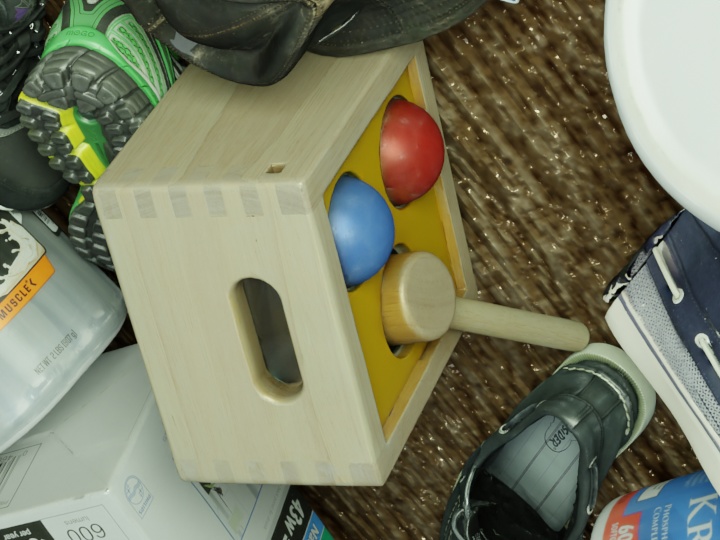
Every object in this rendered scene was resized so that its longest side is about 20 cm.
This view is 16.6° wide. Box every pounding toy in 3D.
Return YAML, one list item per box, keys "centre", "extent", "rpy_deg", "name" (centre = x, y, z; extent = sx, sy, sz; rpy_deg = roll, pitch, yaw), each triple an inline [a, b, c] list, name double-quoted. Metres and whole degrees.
- centre: [0.000, 0.000, 1.133]
  extent: [0.142, 0.184, 0.200]
  rpy_deg: [-1, 122, 23]
  name: "pounding toy"

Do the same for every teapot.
- centre: [0.206, -0.096, 0.988]
  extent: [0.200, 0.146, 0.197]
  rpy_deg: [48, 114, 20]
  name: "teapot"

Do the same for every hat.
- centre: [-0.043, -0.128, 1.010]
  extent: [0.200, 0.081, 0.201]
  rpy_deg: [17, 148, 11]
  name: "hat"

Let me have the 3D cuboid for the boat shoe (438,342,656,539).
- centre: [0.081, 0.121, 1.260]
  extent: [0.074, 0.066, 0.199]
  rpy_deg: [43, 133, 7]
  name: "boat shoe"

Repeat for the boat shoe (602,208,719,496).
- centre: [0.192, 0.049, 1.111]
  extent: [0.200, 0.075, 0.093]
  rpy_deg: [52, 134, 24]
  name: "boat shoe"

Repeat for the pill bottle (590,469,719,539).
- centre: [0.221, 0.138, 1.206]
  extent: [0.200, 0.112, 0.112]
  rpy_deg: [-22, 119, 33]
  name: "pill bottle"

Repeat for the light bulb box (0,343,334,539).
- centre: [-0.135, 0.162, 1.306]
  extent: [0.198, 0.125, 0.200]
  rpy_deg: [-16, 122, 31]
  name: "light bulb box"

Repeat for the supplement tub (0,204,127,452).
- centre: [-0.222, -0.010, 1.218]
  extent: [0.200, 0.123, 0.123]
  rpy_deg: [45, 130, -10]
  name: "supplement tub"

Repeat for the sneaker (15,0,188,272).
- centre: [-0.098, -0.059, 1.174]
  extent: [0.078, 0.085, 0.200]
  rpy_deg: [8, 148, 14]
  name: "sneaker"

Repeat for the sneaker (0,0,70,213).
- centre: [-0.176, -0.111, 1.132]
  extent: [0.087, 0.076, 0.200]
  rpy_deg: [-2, 126, 42]
  name: "sneaker"

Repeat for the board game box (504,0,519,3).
- centre: [-0.026, -0.207, 0.998]
  extent: [0.200, 0.041, 0.200]
  rpy_deg: [15, 148, 13]
  name: "board game box"
